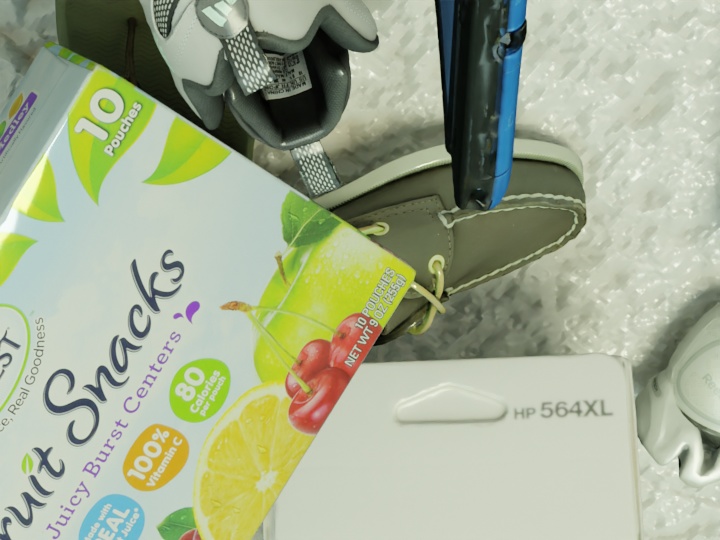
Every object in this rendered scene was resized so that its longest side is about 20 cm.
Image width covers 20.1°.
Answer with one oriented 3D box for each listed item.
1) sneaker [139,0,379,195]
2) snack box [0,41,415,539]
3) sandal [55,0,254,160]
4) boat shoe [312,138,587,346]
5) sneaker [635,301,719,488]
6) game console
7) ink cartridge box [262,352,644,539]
[{"bbox_3d":[-0.037,-0.092,0.662,0.077,0.200,0.141,-25,97,13],"label":"sneaker"},{"bbox_3d":[-0.093,0.047,0.667,0.142,0.053,0.201,31,90,-31],"label":"snack box"},{"bbox_3d":[-0.078,-0.040,0.803,0.079,0.058,0.202,0,126,2],"label":"sandal"},{"bbox_3d":[0.000,0.002,0.800,0.200,0.061,0.072,-15,142,-8],"label":"boat shoe"},{"bbox_3d":[0.220,0.072,0.868,0.199,0.075,0.081,19,115,-12],"label":"sneaker"},{"bbox_3d":[-0.009,-0.139,0.639,0.117,0.200,0.172,2,122,-1],"label":"game console"},{"bbox_3d":[0.042,0.113,0.842,0.145,0.085,0.200,-4,155,6],"label":"ink cartridge box"}]
